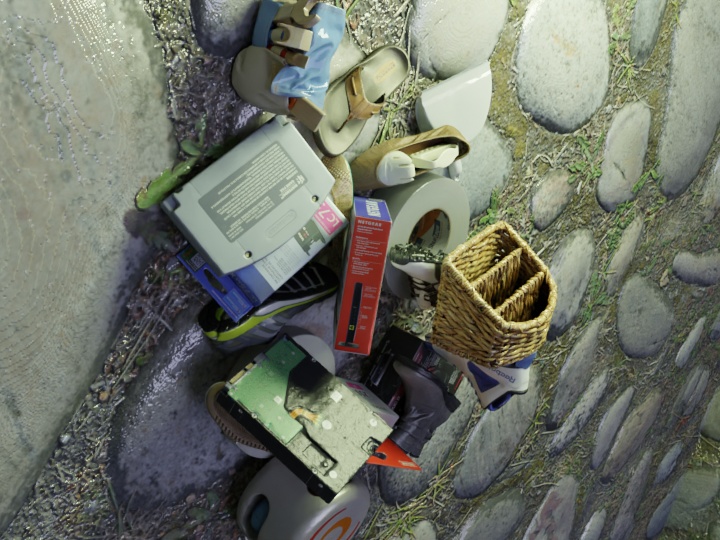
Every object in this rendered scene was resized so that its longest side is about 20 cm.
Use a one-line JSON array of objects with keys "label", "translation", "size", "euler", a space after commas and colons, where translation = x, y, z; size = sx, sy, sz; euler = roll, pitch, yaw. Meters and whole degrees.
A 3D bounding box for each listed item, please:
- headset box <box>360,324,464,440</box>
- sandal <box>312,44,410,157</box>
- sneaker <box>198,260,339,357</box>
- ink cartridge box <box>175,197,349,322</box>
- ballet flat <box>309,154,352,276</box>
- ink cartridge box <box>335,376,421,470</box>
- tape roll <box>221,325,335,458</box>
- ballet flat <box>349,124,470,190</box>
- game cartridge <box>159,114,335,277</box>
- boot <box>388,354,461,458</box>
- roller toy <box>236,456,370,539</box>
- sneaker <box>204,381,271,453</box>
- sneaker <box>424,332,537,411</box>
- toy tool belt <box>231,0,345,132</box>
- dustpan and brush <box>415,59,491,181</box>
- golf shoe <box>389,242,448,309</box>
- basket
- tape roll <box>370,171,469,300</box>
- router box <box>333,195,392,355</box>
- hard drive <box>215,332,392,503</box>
[{"label": "headset box", "translation": [0.083, 0.191, 1.555], "size": [0.200, 0.075, 0.149], "euler": [33, 84, -52]}, {"label": "sandal", "translation": [0.008, -0.234, 1.224], "size": [0.200, 0.055, 0.082], "euler": [-45, 114, -23]}, {"label": "sneaker", "translation": [-0.120, 0.052, 1.237], "size": [0.200, 0.074, 0.081], "euler": [-22, 142, -14]}, {"label": "ink cartridge box", "translation": [-0.122, -0.042, 1.165], "size": [0.200, 0.042, 0.119], "euler": [-43, 97, -21]}, {"label": "ballet flat", "translation": [-0.053, -0.064, 1.258], "size": [0.065, 0.070, 0.200], "euler": [-24, 126, -45]}, {"label": "ink cartridge box", "translation": [-0.007, 0.215, 1.324], "size": [0.200, 0.174, 0.044], "euler": [23, 101, -52]}, {"label": "tape roll", "translation": [-0.120, 0.181, 1.347], "size": [0.203, 0.037, 0.203], "euler": [-27, 129, -39]}, {"label": "ballet flat", "translation": [0.077, -0.159, 1.320], "size": [0.200, 0.072, 0.068], "euler": [-20, 121, -25]}, {"label": "game cartridge", "translation": [-0.132, -0.089, 1.126], "size": [0.200, 0.042, 0.133], "euler": [-42, 104, -25]}, {"label": "boot", "translation": [0.083, 0.227, 1.464], "size": [0.132, 0.070, 0.200], "euler": [-51, 136, -8]}, {"label": "roller toy", "translation": [-0.089, 0.358, 1.391], "size": [0.200, 0.140, 0.183], "euler": [-44, 152, -11]}, {"label": "sneaker", "translation": [-0.137, 0.207, 1.272], "size": [0.200, 0.112, 0.071], "euler": [34, 86, -21]}, {"label": "sneaker", "translation": [0.187, 0.159, 1.437], "size": [0.080, 0.199, 0.115], "euler": [-15, 108, -43]}, {"label": "toy tool belt", "translation": [-0.065, -0.275, 1.082], "size": [0.125, 0.123, 0.200], "euler": [-3, 112, -49]}, {"label": "dustpan and brush", "translation": [0.149, -0.219, 1.427], "size": [0.139, 0.057, 0.200], "euler": [-29, 125, -21]}, {"label": "golf shoe", "translation": [0.105, 0.016, 1.376], "size": [0.200, 0.078, 0.095], "euler": [14, 99, -50]}, {"label": "basket", "translation": [0.214, 0.036, 1.349], "size": [0.200, 0.143, 0.149], "euler": [-29, 133, -50]}, {"label": "tape roll", "translation": [0.083, -0.057, 1.424], "size": [0.200, 0.066, 0.201], "euler": [-27, 129, -39]}, {"label": "router box", "translation": [0.000, 0.000, 1.249], "size": [0.200, 0.049, 0.180], "euler": [-95, -166, -77]}, {"label": "hard drive", "translation": [-0.072, 0.190, 1.192], "size": [0.140, 0.200, 0.038], "euler": [-42, 170, -44]}]
